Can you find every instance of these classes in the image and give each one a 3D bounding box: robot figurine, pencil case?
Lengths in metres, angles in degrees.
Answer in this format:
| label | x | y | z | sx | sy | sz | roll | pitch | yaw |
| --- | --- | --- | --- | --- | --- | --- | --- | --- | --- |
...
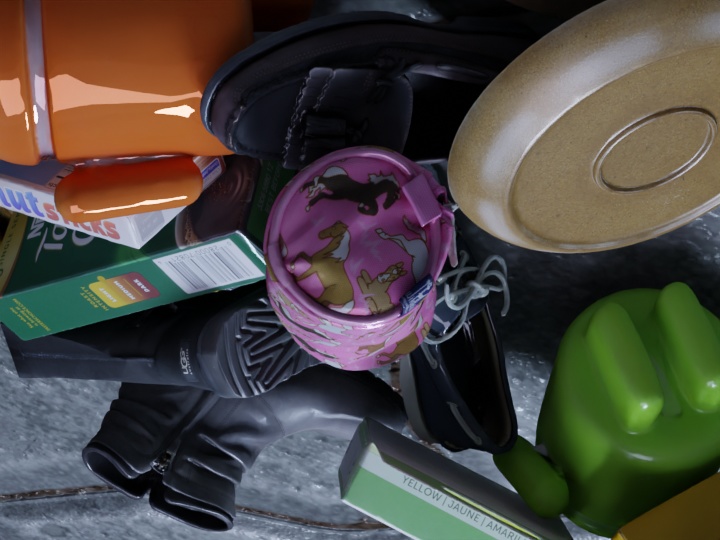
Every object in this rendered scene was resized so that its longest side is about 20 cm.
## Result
| label | x | y | z | sx | sy | sz | roll | pitch | yaw |
| --- | --- | --- | --- | --- | --- | --- | --- | --- | --- |
| robot figurine | -0.119 | -0.113 | 0.821 | 0.197 | 0.117 | 0.145 | -4 | 124 | -7 |
| robot figurine | 0.167 | 0.089 | 1.018 | 0.173 | 0.117 | 0.201 | -17 | 152 | -12 |
| pencil case | 0.000 | 0.000 | 0.820 | 0.086 | 0.084 | 0.200 | 22 | 171 | 3 |

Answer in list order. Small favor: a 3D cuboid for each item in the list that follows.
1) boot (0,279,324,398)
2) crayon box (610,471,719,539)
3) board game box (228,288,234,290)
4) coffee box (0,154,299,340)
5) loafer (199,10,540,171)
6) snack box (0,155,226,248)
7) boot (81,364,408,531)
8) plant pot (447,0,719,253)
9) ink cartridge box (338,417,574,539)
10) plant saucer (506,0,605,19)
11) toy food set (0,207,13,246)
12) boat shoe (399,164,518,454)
| label | x | y | z | sx | sy | sz | roll | pitch | yaw |
| --- | --- | --- | --- | --- | --- | --- | --- | --- | --- |
| boot | -0.094 | 0.028 | 1.002 | 0.198 | 0.067 | 0.164 | -2 | -170 | 44 |
| crayon box | 0.190 | 0.171 | 0.987 | 0.125 | 0.052 | 0.201 | -23 | 158 | -25 |
| board game box | -0.077 | 0.016 | 1.083 | 0.199 | 0.028 | 0.135 | -20 | 133 | 40 |
| coffee box | -0.119 | -0.037 | 0.942 | 0.198 | 0.124 | 0.044 | -13 | 139 | 35 |
| loafer | 0.022 | -0.080 | 0.798 | 0.198 | 0.063 | 0.072 | -11 | 140 | -34 |
| snack box | -0.168 | -0.062 | 0.908 | 0.198 | 0.072 | 0.025 | 16 | 138 | 37 |
| boot | -0.072 | 0.111 | 1.071 | 0.198 | 0.133 | 0.070 | 18 | 145 | -7 |
| plant pot | 0.139 | -0.066 | 0.815 | 0.198 | 0.028 | 0.201 | -16 | 150 | -9 |
| ink cartridge box | 0.060 | 0.146 | 0.974 | 0.144 | 0.048 | 0.200 | 28 | -177 | -3 |
| plant saucer | 0.103 | -0.181 | 0.747 | 0.197 | 0.030 | 0.201 | 10 | 145 | 7 |
| toy food set | -0.299 | -0.025 | 1.085 | 0.198 | 0.049 | 0.199 | -5 | 141 | 25 |
| boat shoe | 0.049 | 0.021 | 0.963 | 0.061 | 0.075 | 0.202 | 11 | 123 | 39 |
